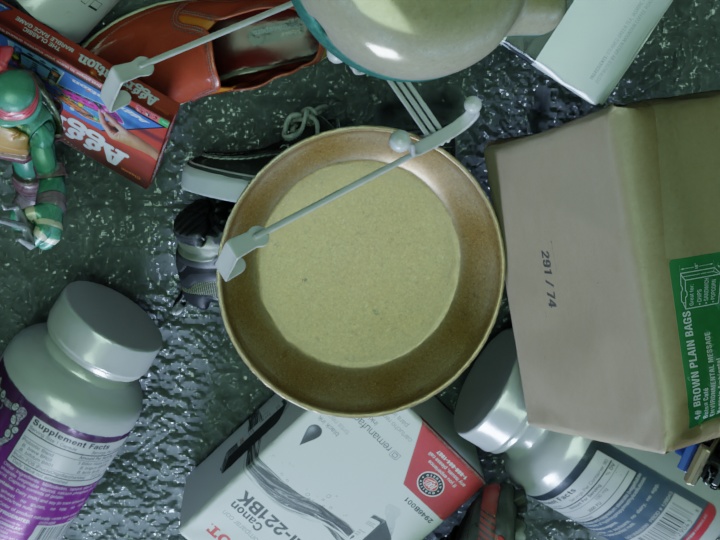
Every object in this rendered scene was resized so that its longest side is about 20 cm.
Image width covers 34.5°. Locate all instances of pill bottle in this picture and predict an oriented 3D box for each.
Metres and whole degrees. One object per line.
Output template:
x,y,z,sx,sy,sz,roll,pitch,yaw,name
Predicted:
0.177,0.130,0.882,0.198,0.120,0.120,30,106,-11,pill bottle
-0.232,0.112,0.865,0.111,0.112,0.201,31,105,-12,pill bottle

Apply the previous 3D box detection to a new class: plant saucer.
0.000,0.000,0.795,0.197,0.035,0.204,-2,104,-7,plant saucer

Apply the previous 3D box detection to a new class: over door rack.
-0.039,-0.109,0.717,0.199,0.067,0.149,-32,78,-17,over door rack

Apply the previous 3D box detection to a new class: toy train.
0.267,0.109,0.846,0.045,0.199,0.035,28,114,19,toy train

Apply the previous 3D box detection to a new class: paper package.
0.170,0.000,0.736,0.102,0.190,0.203,-10,91,-17,paper package

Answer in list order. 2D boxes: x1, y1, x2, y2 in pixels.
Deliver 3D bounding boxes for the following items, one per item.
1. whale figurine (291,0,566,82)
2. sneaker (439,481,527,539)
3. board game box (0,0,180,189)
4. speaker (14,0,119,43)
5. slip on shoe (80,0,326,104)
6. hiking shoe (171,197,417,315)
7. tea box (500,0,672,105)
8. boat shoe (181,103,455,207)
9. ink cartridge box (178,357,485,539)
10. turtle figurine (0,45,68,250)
0.046,-0.185,0.581,0.200,0.104,0.159,-45,105,-11,whale figurine
0.063,0.242,0.881,0.097,0.071,0.203,21,112,6,sneaker
-0.221,-0.132,0.786,0.198,0.103,0.020,30,63,-6,board game box
-0.148,-0.247,0.760,0.200,0.081,0.081,-43,106,12,speaker
-0.111,-0.151,0.805,0.197,0.061,0.075,-11,111,3,slip on shoe
-0.042,0.005,0.866,0.197,0.076,0.102,9,126,-3,hiking shoe
0.087,-0.225,0.712,0.195,0.200,0.134,31,106,-11,tea box
-0.029,-0.083,0.825,0.196,0.074,0.069,2,102,1,boat shoe
-0.024,0.165,0.906,0.200,0.084,0.144,-43,106,13,ink cartridge box
-0.238,-0.084,0.756,0.150,0.200,0.101,45,71,-4,turtle figurine
